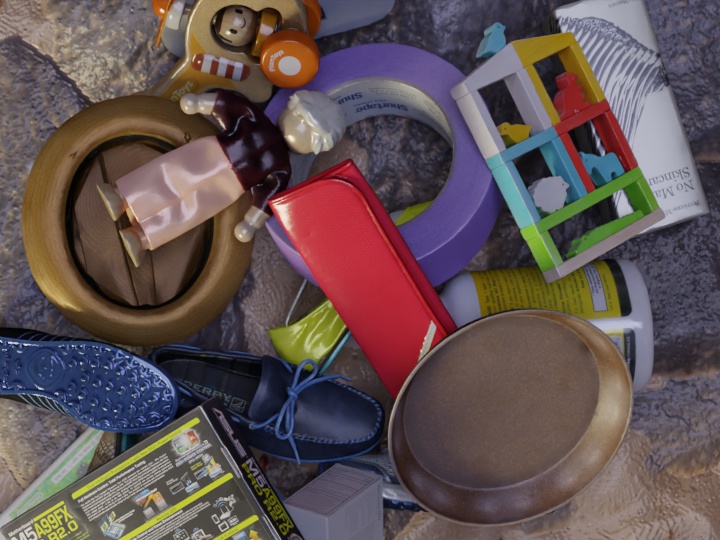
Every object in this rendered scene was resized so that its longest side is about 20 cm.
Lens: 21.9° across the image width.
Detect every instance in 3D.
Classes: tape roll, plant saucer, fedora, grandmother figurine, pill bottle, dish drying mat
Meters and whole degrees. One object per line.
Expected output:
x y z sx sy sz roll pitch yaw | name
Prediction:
0.013 -0.080 1.494 0.199 0.066 0.201 -4 67 9 | tape roll
0.114 0.110 1.451 0.199 0.035 0.201 -6 121 -11 | plant saucer
-0.178 -0.039 1.506 0.199 0.082 0.202 0 88 -5 | fedora
-0.103 -0.085 1.446 0.199 0.061 0.122 -26 110 -9 | grandmother figurine
0.130 0.053 1.515 0.199 0.112 0.113 -5 89 -5 | pill bottle
0.011 0.012 1.422 0.077 0.018 0.200 -24 113 19 | dish drying mat

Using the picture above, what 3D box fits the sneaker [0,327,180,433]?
-0.233 0.081 1.482 0.199 0.078 0.071 13 95 9 | sneaker

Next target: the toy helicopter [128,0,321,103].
-0.131 -0.171 1.486 0.132 0.079 0.200 36 123 -27 | toy helicopter

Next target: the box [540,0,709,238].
0.219 -0.130 1.550 0.082 0.068 0.201 -19 90 -5 | box

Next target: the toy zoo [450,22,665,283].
0.151 -0.105 1.468 0.131 0.020 0.201 -27 91 -35 | toy zoo

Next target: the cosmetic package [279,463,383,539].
-0.022 0.262 1.474 0.050 0.082 0.201 13 114 32 | cosmetic package

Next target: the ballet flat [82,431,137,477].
-0.202 0.218 1.486 0.065 0.071 0.201 -8 86 10 | ballet flat

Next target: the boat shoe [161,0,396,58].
-0.067 -0.220 1.535 0.199 0.057 0.069 -11 133 6 | boat shoe

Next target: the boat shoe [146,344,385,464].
-0.079 0.107 1.480 0.199 0.069 0.085 6 62 1 | boat shoe

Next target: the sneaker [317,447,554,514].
0.062 0.157 1.534 0.199 0.077 0.086 5 78 -12 | sneaker

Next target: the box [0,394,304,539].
-0.153 0.214 1.420 0.200 0.044 0.161 -32 88 15 | box

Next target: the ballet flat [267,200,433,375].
0.000 0.000 1.530 0.067 0.067 0.200 42 87 0 | ballet flat

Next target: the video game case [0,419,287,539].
-0.178 0.211 1.529 0.200 0.022 0.182 -44 92 -5 | video game case
